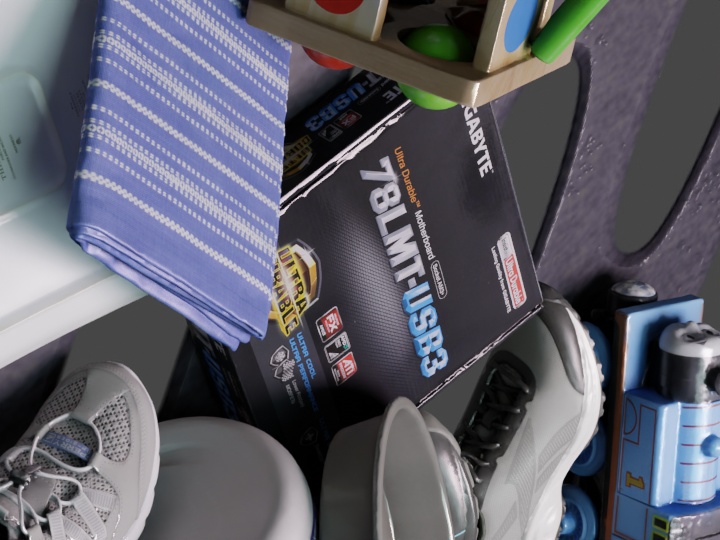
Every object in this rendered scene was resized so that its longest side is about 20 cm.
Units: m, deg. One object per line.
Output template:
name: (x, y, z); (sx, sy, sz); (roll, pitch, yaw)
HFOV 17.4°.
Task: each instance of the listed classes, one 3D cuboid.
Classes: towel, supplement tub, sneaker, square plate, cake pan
towel: (-0.081, -0.078, 1.076); (0.145, 0.024, 0.201); (36, 51, -51)
supplement tub: (-0.074, 0.191, 1.245); (0.145, 0.145, 0.201); (-39, 136, -19)
sneaker: (-0.156, 0.122, 1.129); (0.082, 0.074, 0.201); (81, 29, -55)
square plate: (-0.164, -0.056, 1.033); (0.198, 0.028, 0.201); (-28, 110, -30)
sneaker: (0.088, 0.102, 1.402); (0.079, 0.074, 0.201); (-7, 120, -36)
cake pan: (0.018, 0.169, 1.247); (0.036, 0.201, 0.201); (-8, 135, 13)
sneaker: (0.015, 0.175, 1.375); (0.079, 0.075, 0.201); (-14, 124, -35)

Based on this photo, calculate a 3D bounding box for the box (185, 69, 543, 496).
box: (0.000, 0.000, 1.269); (0.198, 0.050, 0.201); (-37, 136, -20)

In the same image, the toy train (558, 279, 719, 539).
toy train: (0.179, 0.109, 1.444); (0.086, 0.114, 0.201); (-10, 110, -40)

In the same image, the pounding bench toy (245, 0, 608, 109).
pounding bench toy: (0.069, -0.151, 1.098); (0.124, 0.199, 0.157); (-28, 136, -58)
